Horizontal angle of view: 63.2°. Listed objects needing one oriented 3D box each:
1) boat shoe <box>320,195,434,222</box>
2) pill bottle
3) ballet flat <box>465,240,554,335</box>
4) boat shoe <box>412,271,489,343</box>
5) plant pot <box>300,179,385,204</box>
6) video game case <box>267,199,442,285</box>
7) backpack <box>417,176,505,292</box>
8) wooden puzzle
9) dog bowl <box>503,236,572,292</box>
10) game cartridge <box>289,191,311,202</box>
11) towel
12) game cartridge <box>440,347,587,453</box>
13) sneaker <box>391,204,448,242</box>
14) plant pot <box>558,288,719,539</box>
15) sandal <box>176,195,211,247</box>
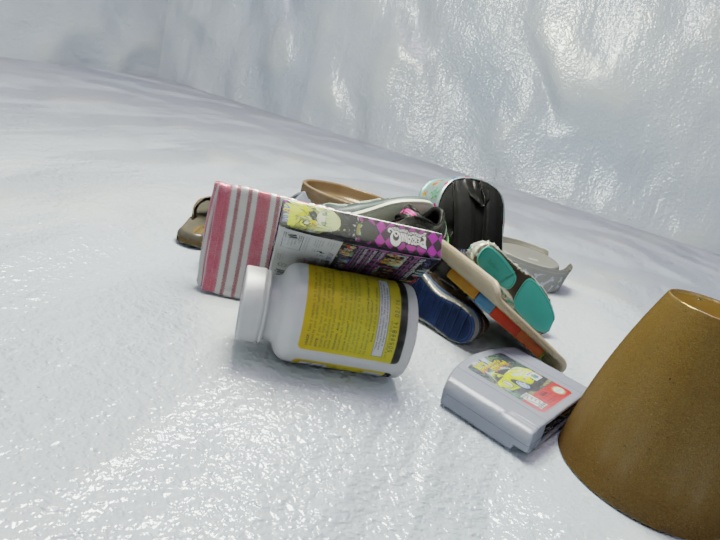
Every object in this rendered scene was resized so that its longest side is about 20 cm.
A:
[{"bbox_3d":[0.020,-0.094,0.934,0.195,0.074,0.063,-13,49,-10],"label":"boat shoe"},{"bbox_3d":[-0.040,0.053,0.672,0.195,0.114,0.112,11,18,-13],"label":"pill bottle"},{"bbox_3d":[0.247,0.022,0.973,0.200,0.072,0.072,46,11,-16],"label":"ballet flat"},{"bbox_3d":[0.114,0.045,0.909,0.071,0.073,0.200,2,32,-48],"label":"boat shoe"},{"bbox_3d":[-0.020,-0.093,1.069,0.196,0.095,0.201,15,14,-4],"label":"plant pot"},{"bbox_3d":[-0.018,-0.015,0.700,0.177,0.037,0.200,11,-18,-9],"label":"video game case"},{"bbox_3d":[0.169,-0.063,1.044,0.174,0.206,0.150,4,6,-28],"label":"backpack"},{"bbox_3d":[0.198,0.055,0.862,0.200,0.037,0.185,44,3,-30],"label":"wooden puzzle"},{"bbox_3d":[0.362,-0.014,1.290,0.195,0.060,0.201,14,19,-5],"label":"dog bowl"},{"bbox_3d":[-0.084,-0.046,0.909,0.040,0.135,0.200,-26,12,9],"label":"game cartridge"},{"bbox_3d":[-0.114,-0.028,0.796,0.195,0.150,0.030,12,10,-10],"label":"towel"},{"bbox_3d":[0.188,0.147,0.714,0.131,0.042,0.198,24,19,35],"label":"game cartridge"},{"bbox_3d":[0.057,-0.055,0.883,0.076,0.086,0.197,21,29,41],"label":"sneaker"},{"bbox_3d":[0.328,0.130,0.612,0.182,0.205,0.187,13,18,-4],"label":"plant pot"},{"bbox_3d":[-0.263,-0.096,1.005,0.080,0.056,0.201,11,22,0],"label":"sandal"}]
